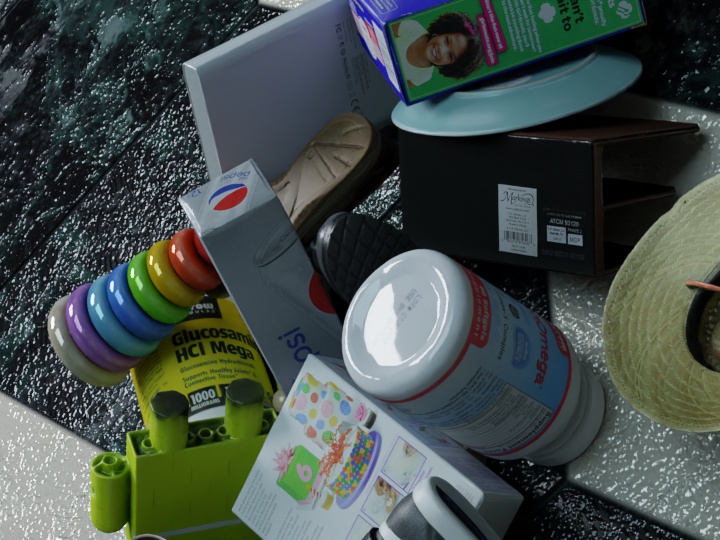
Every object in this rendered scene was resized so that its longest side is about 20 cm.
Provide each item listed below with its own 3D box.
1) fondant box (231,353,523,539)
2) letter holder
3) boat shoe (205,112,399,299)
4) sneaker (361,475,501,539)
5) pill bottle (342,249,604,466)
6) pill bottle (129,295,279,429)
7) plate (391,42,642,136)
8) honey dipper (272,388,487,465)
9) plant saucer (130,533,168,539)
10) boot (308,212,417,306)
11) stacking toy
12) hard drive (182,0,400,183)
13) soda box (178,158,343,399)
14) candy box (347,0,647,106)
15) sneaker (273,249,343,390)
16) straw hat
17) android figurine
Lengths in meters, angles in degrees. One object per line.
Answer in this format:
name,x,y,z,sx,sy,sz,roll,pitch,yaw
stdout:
fondant box,0.009,0.176,1.460,0.200,0.058,0.145,36,106,35
letter holder,0.148,-0.066,1.491,0.199,0.142,0.101,9,106,46
boat shoe,-0.047,-0.043,1.582,0.200,0.072,0.072,-44,53,15
sneaker,0.077,0.251,1.350,0.112,0.073,0.200,-44,79,18
pill bottle,0.087,0.070,1.385,0.108,0.200,0.109,-21,55,34
pill bottle,-0.137,0.089,1.649,0.112,0.112,0.201,-40,47,20
plate,0.119,-0.149,1.507,0.199,0.200,0.026,9,119,45
honey dipper,0.008,0.123,1.523,0.199,0.038,0.038,15,79,35
plant saucer,-0.138,0.301,1.501,0.200,0.032,0.202,14,107,54
boot,0.000,0.000,1.507,0.131,0.200,0.070,26,82,43
stacking toy,-0.159,0.012,1.564,0.200,0.085,0.086,-35,48,27
hard drive,-0.048,-0.151,1.611,0.199,0.133,0.026,-30,36,-27
soda box,-0.065,0.015,1.503,0.068,0.201,0.064,-28,37,-4
candy box,0.101,-0.216,1.525,0.199,0.077,0.169,-21,25,-3
sneaker,-0.061,0.032,1.635,0.075,0.076,0.201,-27,54,27
straw hat,0.270,0.034,1.319,0.200,0.085,0.202,-20,52,28
android figurine,-0.126,0.173,1.549,0.041,0.181,0.201,-118,24,-45
